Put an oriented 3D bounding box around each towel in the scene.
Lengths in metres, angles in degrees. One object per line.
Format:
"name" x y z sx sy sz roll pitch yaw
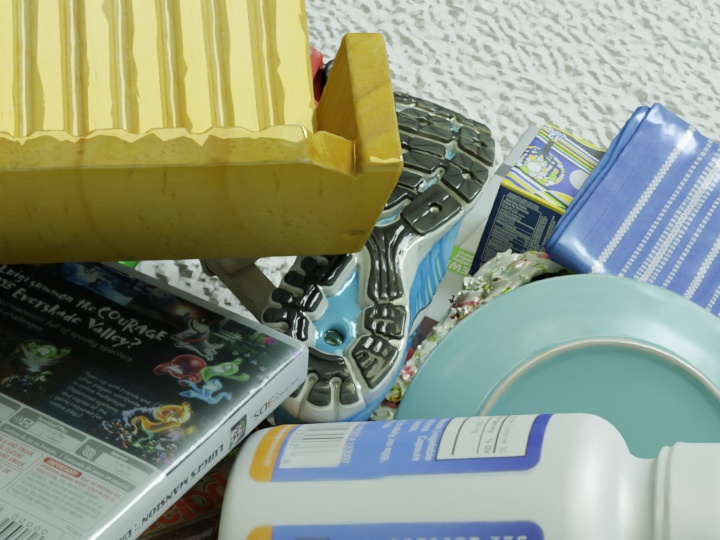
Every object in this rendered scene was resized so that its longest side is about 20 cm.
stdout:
"towel" 0.200 -0.003 0.960 0.199 0.024 0.145 28 42 12

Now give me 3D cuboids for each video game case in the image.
"video game case" -0.150 0.045 0.781 0.199 0.024 0.182 22 38 23

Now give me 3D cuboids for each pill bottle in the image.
"pill bottle" 0.052 0.115 0.789 0.198 0.113 0.112 -3 35 15

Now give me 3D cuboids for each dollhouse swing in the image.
"dollhouse swing" -0.096 -0.100 0.810 0.198 0.182 0.178 -1 76 -8

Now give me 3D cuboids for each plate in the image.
"plate" 0.108 0.099 0.871 0.198 0.026 0.202 2 78 -8

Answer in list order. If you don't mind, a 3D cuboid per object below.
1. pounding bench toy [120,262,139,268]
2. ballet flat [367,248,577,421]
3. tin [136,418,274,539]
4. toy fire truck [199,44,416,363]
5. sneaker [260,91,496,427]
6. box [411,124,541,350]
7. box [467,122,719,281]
"pounding bench toy" -0.143 -0.046 0.985 0.155 0.124 0.201 -21 75 -37
"ballet flat" 0.051 0.061 0.921 0.076 0.064 0.201 45 54 -22
"tin" -0.115 0.093 0.861 0.112 0.042 0.199 30 24 31
"toy fire truck" -0.038 -0.035 0.950 0.199 0.049 0.142 34 67 -26
"sneaker" 0.000 0.000 0.905 0.078 0.090 0.201 23 54 7
"box" 0.122 0.011 1.069 0.155 0.041 0.200 25 41 12
"box" 0.162 0.005 1.005 0.199 0.065 0.070 27 40 11
